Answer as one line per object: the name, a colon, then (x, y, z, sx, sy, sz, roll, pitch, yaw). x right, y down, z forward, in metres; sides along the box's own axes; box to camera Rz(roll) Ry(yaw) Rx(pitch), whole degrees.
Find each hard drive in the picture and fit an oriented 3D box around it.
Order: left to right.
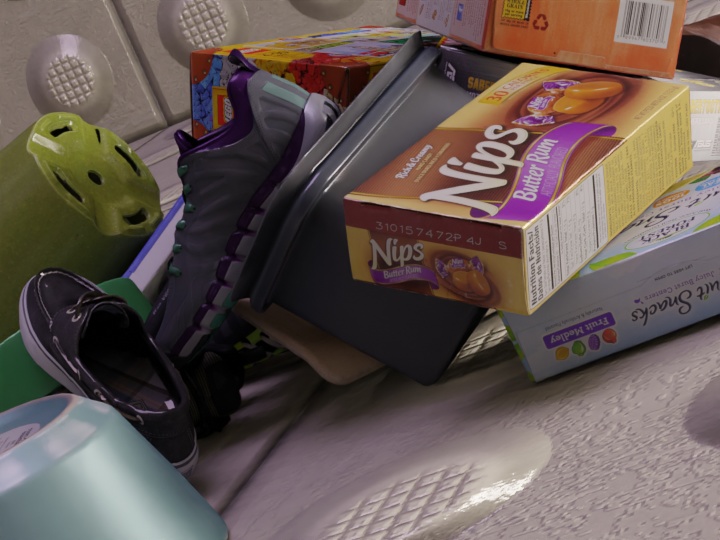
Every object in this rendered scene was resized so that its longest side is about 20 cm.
hard drive: (-0.145, -0.005, 1.620, 0.201, 0.025, 0.132, -59, -7, -43)

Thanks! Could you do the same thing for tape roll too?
tape roll: (-0.224, 0.084, 1.449, 0.200, 0.048, 0.200, -39, -7, -6)

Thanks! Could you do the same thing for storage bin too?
storage bin: (0.030, -0.023, 1.288, 0.200, 0.134, 0.146, -49, -10, -46)

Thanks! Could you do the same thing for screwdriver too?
screwdriver: (-0.084, -0.032, 1.364, 0.201, 0.028, 0.029, -56, 9, 16)

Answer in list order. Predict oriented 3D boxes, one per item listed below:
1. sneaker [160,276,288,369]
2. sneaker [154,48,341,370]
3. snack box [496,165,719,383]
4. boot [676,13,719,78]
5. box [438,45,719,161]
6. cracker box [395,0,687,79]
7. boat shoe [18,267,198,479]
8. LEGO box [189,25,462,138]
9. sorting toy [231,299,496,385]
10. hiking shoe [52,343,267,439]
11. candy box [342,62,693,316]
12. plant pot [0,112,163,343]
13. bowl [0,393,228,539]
sneaker: (-0.079, 0.050, 1.496, 0.199, 0.072, 0.083, 2, 66, 49)
sneaker: (-0.093, -0.038, 1.316, 0.201, 0.087, 0.074, -58, 3, 12)
snack box: (0.185, -0.013, 1.182, 0.199, 0.053, 0.142, -22, 12, 19)
boot: (0.307, -0.160, 1.617, 0.199, 0.065, 0.186, -8, 30, -39)
box: (0.165, -0.111, 1.390, 0.157, 0.049, 0.199, 17, 14, 36)
cracker box: (0.115, -0.175, 1.396, 0.133, 0.058, 0.200, 6, 11, -17)
boat shoe: (-0.156, 0.049, 1.296, 0.069, 0.067, 0.200, -12, 41, -24)
LEGO box: (-0.001, -0.124, 1.499, 0.148, 0.078, 0.199, 10, 17, 38)
sorting toy: (0.000, 0.000, 1.398, 0.184, 0.037, 0.200, -25, 36, -25)
hiking shoe: (-0.132, 0.085, 1.357, 0.100, 0.076, 0.200, -23, 9, 24)
candy box: (0.092, -0.050, 1.183, 0.116, 0.057, 0.200, 12, 31, 33)
plant pot: (-0.251, -0.016, 1.613, 0.190, 0.200, 0.200, -45, 0, 27)
bowl: (-0.182, 0.139, 1.131, 0.199, 0.106, 0.201, -24, 11, 5)
